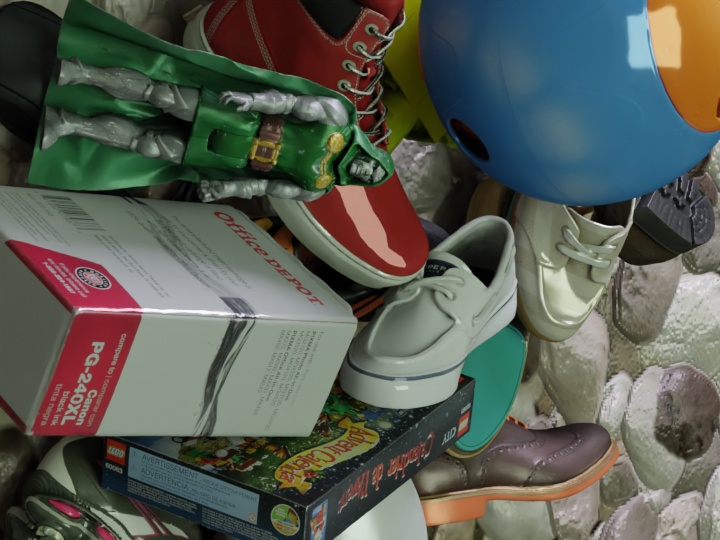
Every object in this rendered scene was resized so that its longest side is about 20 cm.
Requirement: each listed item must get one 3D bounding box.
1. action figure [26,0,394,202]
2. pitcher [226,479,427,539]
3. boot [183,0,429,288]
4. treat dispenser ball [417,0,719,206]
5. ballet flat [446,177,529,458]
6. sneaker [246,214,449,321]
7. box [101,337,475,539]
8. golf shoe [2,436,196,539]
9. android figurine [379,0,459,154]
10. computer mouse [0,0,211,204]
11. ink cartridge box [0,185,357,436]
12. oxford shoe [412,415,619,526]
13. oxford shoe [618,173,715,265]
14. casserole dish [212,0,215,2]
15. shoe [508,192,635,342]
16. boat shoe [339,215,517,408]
[{"bbox_3d":[-0.076,-0.077,1.601,0.199,0.055,0.119,10,121,-12],"label":"action figure"},{"bbox_3d":[-0.036,0.205,1.757,0.171,0.121,0.201,-23,121,-21],"label":"pitcher"},{"bbox_3d":[0.001,-0.093,1.649,0.200,0.144,0.072,55,43,-6],"label":"boot"},{"bbox_3d":[0.133,-0.138,1.697,0.200,0.200,0.202,-7,100,-42],"label":"treat dispenser ball"},{"bbox_3d":[0.078,0.028,1.862,0.069,0.063,0.201,31,69,-34],"label":"ballet flat"},{"bbox_3d":[0.000,0.000,1.770,0.199,0.090,0.070,1,94,-43],"label":"sneaker"},{"bbox_3d":[-0.039,0.094,1.678,0.200,0.136,0.038,-33,134,-54],"label":"box"},{"bbox_3d":[-0.113,0.174,1.679,0.200,0.077,0.088,45,51,-23],"label":"golf shoe"},{"bbox_3d":[0.042,-0.166,1.772,0.200,0.041,0.182,-53,127,-24],"label":"android figurine"},{"bbox_3d":[-0.127,-0.106,1.668,0.200,0.046,0.141,46,66,-37],"label":"computer mouse"},{"bbox_3d":[-0.125,0.024,1.603,0.199,0.145,0.084,4,116,-41],"label":"ink cartridge box"},{"bbox_3d":[0.094,0.116,1.889,0.199,0.071,0.073,-11,98,-42],"label":"oxford shoe"},{"bbox_3d":[0.137,-0.070,1.903,0.200,0.084,0.073,45,45,-14],"label":"oxford shoe"},{"bbox_3d":[-0.012,-0.190,1.773,0.199,0.039,0.122,17,84,-44],"label":"casserole dish"},{"bbox_3d":[0.139,-0.053,1.823,0.070,0.053,0.201,10,91,-21],"label":"shoe"},{"bbox_3d":[0.042,0.020,1.728,0.200,0.073,0.066,-48,147,-61],"label":"boat shoe"}]
